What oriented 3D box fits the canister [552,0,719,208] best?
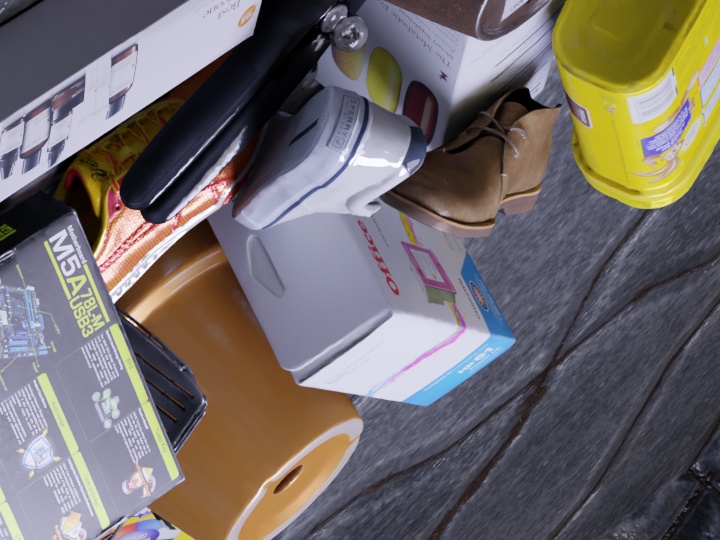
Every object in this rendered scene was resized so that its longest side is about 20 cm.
[{"bbox_3d":[0.185,-0.140,1.779,0.149,0.086,0.200,-61,163,-11],"label":"canister"}]

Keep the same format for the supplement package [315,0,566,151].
[{"bbox_3d":[0.054,-0.161,1.747,0.110,0.114,0.200,-41,164,-21],"label":"supplement package"}]

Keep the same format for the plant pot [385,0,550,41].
[{"bbox_3d":[0.019,-0.210,1.367,0.187,0.200,0.187,-42,165,-14],"label":"plant pot"}]

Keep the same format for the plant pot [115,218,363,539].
[{"bbox_3d":[-0.104,0.078,1.812,0.200,0.183,0.200,-42,165,-14],"label":"plant pot"}]

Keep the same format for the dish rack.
[{"bbox_3d":[-0.192,0.106,1.727,0.200,0.153,0.055,-54,179,26],"label":"dish rack"}]

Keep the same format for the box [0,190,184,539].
[{"bbox_3d":[-0.213,0.088,1.587,0.193,0.047,0.200,-36,126,-24],"label":"box"}]

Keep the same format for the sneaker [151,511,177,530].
[{"bbox_3d":[-0.106,0.090,1.956,0.076,0.200,0.075,-17,134,27],"label":"sneaker"}]

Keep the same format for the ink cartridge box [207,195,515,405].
[{"bbox_3d":[0.000,0.000,1.804,0.085,0.145,0.200,-35,161,19],"label":"ink cartridge box"}]

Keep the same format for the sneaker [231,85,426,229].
[{"bbox_3d":[-0.021,-0.054,1.636,0.073,0.071,0.200,-69,-166,-12],"label":"sneaker"}]

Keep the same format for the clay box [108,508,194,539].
[{"bbox_3d":[-0.172,0.173,2.059,0.115,0.048,0.200,-14,156,-13],"label":"clay box"}]

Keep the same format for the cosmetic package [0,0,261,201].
[{"bbox_3d":[-0.135,-0.115,1.488,0.200,0.051,0.083,-37,163,-30],"label":"cosmetic package"}]

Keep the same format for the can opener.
[{"bbox_3d":[-0.063,-0.108,1.598,0.200,0.079,0.063,-55,144,5],"label":"can opener"}]

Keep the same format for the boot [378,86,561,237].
[{"bbox_3d":[0.069,-0.069,1.712,0.076,0.074,0.200,-65,166,20],"label":"boot"}]

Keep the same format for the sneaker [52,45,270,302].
[{"bbox_3d":[-0.124,-0.055,1.640,0.200,0.073,0.077,-50,147,-7],"label":"sneaker"}]
